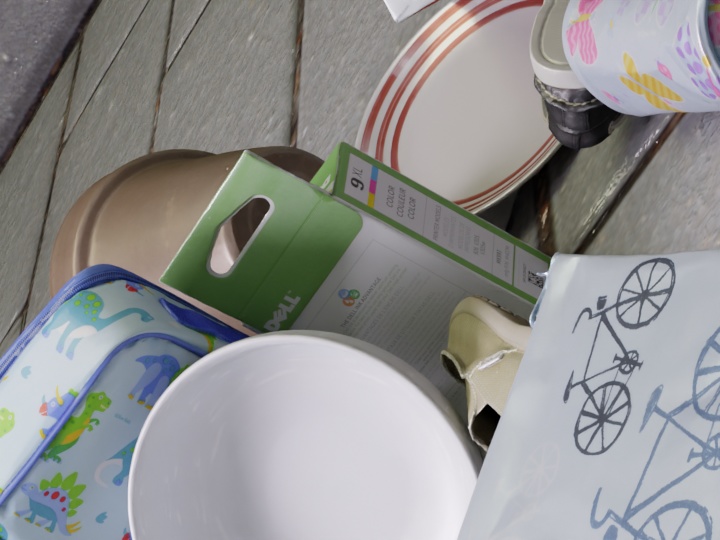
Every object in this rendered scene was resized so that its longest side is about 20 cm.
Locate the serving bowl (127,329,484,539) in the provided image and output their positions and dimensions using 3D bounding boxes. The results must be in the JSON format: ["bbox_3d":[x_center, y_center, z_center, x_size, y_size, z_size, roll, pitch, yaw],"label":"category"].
[{"bbox_3d":[-0.019,0.122,1.450,0.201,0.200,0.066,-57,-7,22],"label":"serving bowl"}]

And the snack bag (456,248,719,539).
[{"bbox_3d":[0.123,0.077,1.239,0.199,0.021,0.190,-2,63,53],"label":"snack bag"}]

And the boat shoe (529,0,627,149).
[{"bbox_3d":[0.141,-0.146,1.569,0.201,0.073,0.061,-71,-22,-49],"label":"boat shoe"}]

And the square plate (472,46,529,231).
[{"bbox_3d":[0.055,-0.050,1.764,0.198,0.028,0.201,-36,31,61],"label":"square plate"}]

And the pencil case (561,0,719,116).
[{"bbox_3d":[0.173,-0.123,1.388,0.091,0.083,0.200,-50,13,-7],"label":"pencil case"}]

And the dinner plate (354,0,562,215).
[{"bbox_3d":[0.077,-0.104,1.693,0.199,0.024,0.201,-28,41,28],"label":"dinner plate"}]

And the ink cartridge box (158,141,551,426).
[{"bbox_3d":[0.000,0.000,1.533,0.104,0.199,0.059,-53,18,32],"label":"ink cartridge box"}]

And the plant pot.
[{"bbox_3d":[-0.084,-0.003,1.861,0.174,0.200,0.201,-27,39,53],"label":"plant pot"}]

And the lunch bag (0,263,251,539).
[{"bbox_3d":[-0.118,0.092,1.516,0.161,0.200,0.082,-51,50,9],"label":"lunch bag"}]

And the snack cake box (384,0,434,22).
[{"bbox_3d":[0.074,-0.219,1.703,0.114,0.068,0.200,-28,4,17],"label":"snack cake box"}]

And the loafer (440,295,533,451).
[{"bbox_3d":[0.081,0.063,1.397,0.069,0.075,0.200,-58,15,-5],"label":"loafer"}]
